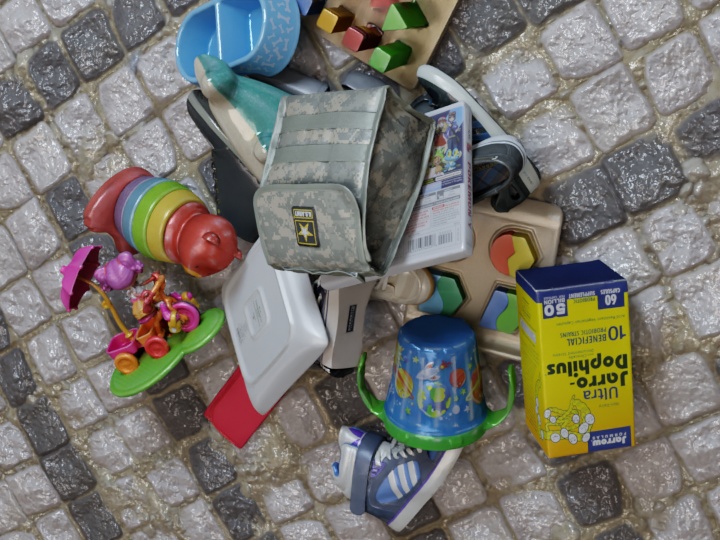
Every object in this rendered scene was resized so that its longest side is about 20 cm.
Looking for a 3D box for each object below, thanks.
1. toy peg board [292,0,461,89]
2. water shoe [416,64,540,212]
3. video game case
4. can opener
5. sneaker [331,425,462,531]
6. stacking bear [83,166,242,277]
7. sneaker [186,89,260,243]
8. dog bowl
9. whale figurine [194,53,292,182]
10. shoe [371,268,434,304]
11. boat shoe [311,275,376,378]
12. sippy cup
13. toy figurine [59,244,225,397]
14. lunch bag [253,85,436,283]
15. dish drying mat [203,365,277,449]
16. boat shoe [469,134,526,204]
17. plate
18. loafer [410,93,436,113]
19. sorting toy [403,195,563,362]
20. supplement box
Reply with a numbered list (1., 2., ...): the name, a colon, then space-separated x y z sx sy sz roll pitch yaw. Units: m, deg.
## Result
1. toy peg board: 0.014 -0.344 1.311 0.198 0.098 0.202 32 113 10
2. water shoe: 0.125 -0.152 1.314 0.079 0.072 0.200 -44 96 7
3. video game case: 0.040 -0.083 1.280 0.198 0.023 0.185 -14 63 35
4. can opener: -0.047 -0.231 1.403 0.198 0.053 0.067 26 77 15
5. sneaker: 0.041 0.239 1.472 0.146 0.081 0.201 36 120 4
6. stacking bear: -0.242 -0.054 1.459 0.198 0.121 0.115 24 78 33
7. sneaker: -0.177 -0.133 1.459 0.106 0.075 0.201 -42 87 28
8. dog bowl: -0.158 -0.287 1.380 0.198 0.049 0.113 -11 80 43
9. whale figurine: -0.115 -0.186 1.343 0.103 0.160 0.200 -36 126 6
10. shoe: 0.000 0.000 1.421 0.198 0.053 0.071 20 118 25
11. boat shoe: -0.037 0.023 1.381 0.092 0.074 0.203 23 106 42
12. sippy cup: 0.093 0.131 1.382 0.175 0.140 0.132 -11 115 -21
13. toy figurine: -0.309 0.042 1.488 0.198 0.151 0.185 -25 118 22
14. lunch bag: -0.026 -0.090 1.242 0.163 0.117 0.203 3 75 41
15. dish drying mat: -0.143 0.159 1.558 0.077 0.018 0.201 41 115 6
16. boat shoe: 0.099 -0.096 1.291 0.198 0.057 0.069 -25 109 31
17. plate: -0.122 0.055 1.431 0.200 0.032 0.202 -48 53 45
18. loafer: 0.044 -0.123 1.372 0.068 0.070 0.202 33 109 9
19. sorting toy: 0.147 0.002 1.388 0.183 0.036 0.203 13 109 18
20. supplement box: 0.252 0.101 1.317 0.107 0.110 0.203 -7 103 -3
